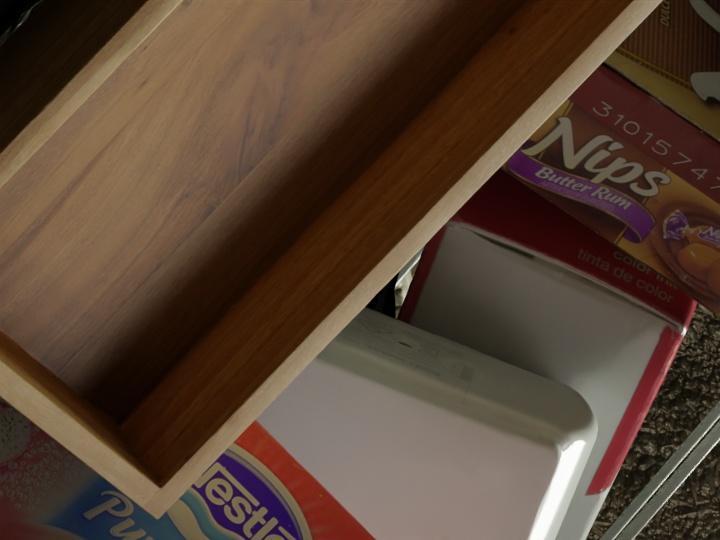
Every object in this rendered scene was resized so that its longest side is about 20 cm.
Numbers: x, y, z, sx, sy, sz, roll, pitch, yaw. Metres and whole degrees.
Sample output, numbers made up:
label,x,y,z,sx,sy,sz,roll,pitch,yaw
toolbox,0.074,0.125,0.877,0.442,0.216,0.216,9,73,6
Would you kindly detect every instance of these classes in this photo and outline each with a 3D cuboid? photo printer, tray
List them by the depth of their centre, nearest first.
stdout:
label,x,y,z,sx,sy,sz,roll,pitch,yaw
tray,-0.012,-0.048,0.608,0.200,0.099,0.037,-45,-142,2
photo printer,-0.042,0.101,0.802,0.069,0.166,0.201,-61,173,-74

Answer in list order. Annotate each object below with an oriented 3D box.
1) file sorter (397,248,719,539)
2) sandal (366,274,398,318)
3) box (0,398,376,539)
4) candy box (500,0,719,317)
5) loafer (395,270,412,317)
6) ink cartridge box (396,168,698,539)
label,x,y,z,sx,sy,sz,roll,pitch,yaw
file sorter,0.044,0.031,1.097,0.125,0.200,0.139,-50,175,-1
sandal,0.000,-0.001,0.927,0.076,0.043,0.200,105,8,-50
box,-0.061,0.091,0.684,0.103,0.200,0.095,-42,174,-33
candy box,0.109,-0.083,0.825,0.056,0.116,0.200,-46,-165,40
loafer,-0.031,0.039,1.262,0.200,0.075,0.068,120,-19,-44
ink cartridge box,0.072,-0.010,0.897,0.200,0.085,0.148,-59,171,-46
